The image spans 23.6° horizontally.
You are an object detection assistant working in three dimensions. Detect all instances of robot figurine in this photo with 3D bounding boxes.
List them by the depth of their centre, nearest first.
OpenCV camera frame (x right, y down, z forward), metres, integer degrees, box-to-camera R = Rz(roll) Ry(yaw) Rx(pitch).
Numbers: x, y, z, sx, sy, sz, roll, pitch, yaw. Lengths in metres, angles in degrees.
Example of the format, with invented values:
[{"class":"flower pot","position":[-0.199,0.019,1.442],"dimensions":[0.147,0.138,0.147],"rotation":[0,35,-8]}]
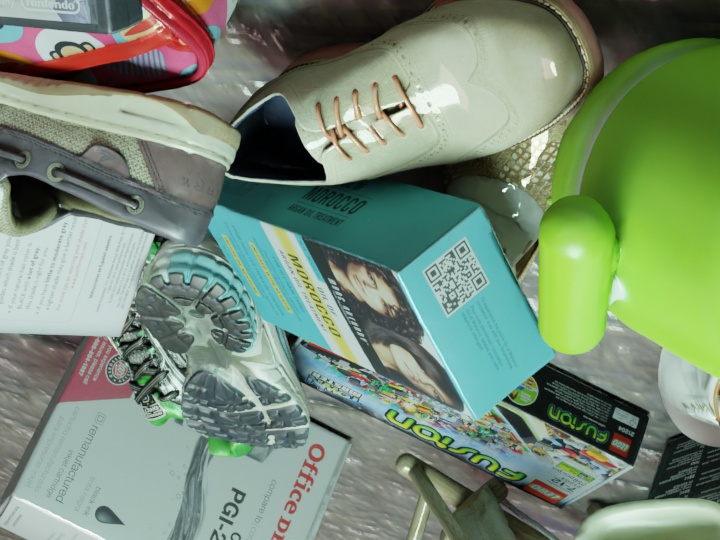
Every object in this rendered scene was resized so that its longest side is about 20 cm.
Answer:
[{"class":"robot figurine","position":[0.146,-0.019,0.624],"dimensions":[0.200,0.175,0.116],"rotation":[37,153,62]}]

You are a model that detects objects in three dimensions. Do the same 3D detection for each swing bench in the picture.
[{"class":"swing bench","position":[0.116,0.217,1.028],"dimensions":[0.199,0.130,0.199],"rotation":[15,-170,-13]}]

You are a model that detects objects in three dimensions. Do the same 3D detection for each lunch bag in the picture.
[{"class":"lunch bag","position":[-0.148,-0.132,0.754],"dimensions":[0.199,0.082,0.176],"rotation":[-4,147,44]}]

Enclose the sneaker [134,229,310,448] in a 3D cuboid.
[{"class":"sneaker","position":[-0.064,0.030,0.978],"dimensions":[0.077,0.087,0.200],"rotation":[6,146,13]}]

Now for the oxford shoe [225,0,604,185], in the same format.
[{"class":"oxford shoe","position":[0.016,-0.066,0.722],"dimensions":[0.200,0.074,0.071],"rotation":[-14,107,50]}]

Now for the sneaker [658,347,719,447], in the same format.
[{"class":"sneaker","position":[0.181,0.059,0.830],"dimensions":[0.073,0.085,0.200],"rotation":[20,155,4]}]

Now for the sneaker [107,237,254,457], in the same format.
[{"class":"sneaker","position":[-0.117,0.043,1.045],"dimensions":[0.200,0.085,0.078],"rotation":[40,150,-29]}]

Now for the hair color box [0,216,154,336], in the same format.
[{"class":"hair color box","position":[-0.209,-0.024,0.878],"dimensions":[0.199,0.061,0.102],"rotation":[4,126,-31]}]

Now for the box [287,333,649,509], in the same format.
[{"class":"box","position":[0.057,0.071,1.012],"dimensions":[0.199,0.035,0.110],"rotation":[26,154,-5]}]

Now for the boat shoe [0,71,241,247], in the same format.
[{"class":"boat shoe","position":[-0.149,-0.048,0.760],"dimensions":[0.199,0.065,0.072],"rotation":[7,167,22]}]

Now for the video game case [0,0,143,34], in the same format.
[{"class":"video game case","position":[-0.174,-0.183,0.621],"dimensions":[0.199,0.025,0.182],"rotation":[9,115,27]}]

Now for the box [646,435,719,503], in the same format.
[{"class":"box","position":[0.268,0.144,0.916],"dimensions":[0.163,0.086,0.200],"rotation":[31,153,-13]}]

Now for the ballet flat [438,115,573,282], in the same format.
[{"class":"ballet flat","position":[0.060,-0.015,0.811],"dimensions":[0.070,0.065,0.200],"rotation":[23,154,4]}]

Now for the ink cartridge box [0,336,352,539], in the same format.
[{"class":"ink cartridge box","position":[-0.126,0.144,1.174],"dimensions":[0.199,0.146,0.085],"rotation":[28,153,-10]}]

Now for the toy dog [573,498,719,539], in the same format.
[{"class":"toy dog","position":[0.208,0.206,0.863],"dimensions":[0.193,0.140,0.200],"rotation":[-22,138,8]}]

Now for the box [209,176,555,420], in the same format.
[{"class":"box","position":[0.000,0.000,0.793],"dimensions":[0.200,0.049,0.082],"rotation":[20,144,58]}]
